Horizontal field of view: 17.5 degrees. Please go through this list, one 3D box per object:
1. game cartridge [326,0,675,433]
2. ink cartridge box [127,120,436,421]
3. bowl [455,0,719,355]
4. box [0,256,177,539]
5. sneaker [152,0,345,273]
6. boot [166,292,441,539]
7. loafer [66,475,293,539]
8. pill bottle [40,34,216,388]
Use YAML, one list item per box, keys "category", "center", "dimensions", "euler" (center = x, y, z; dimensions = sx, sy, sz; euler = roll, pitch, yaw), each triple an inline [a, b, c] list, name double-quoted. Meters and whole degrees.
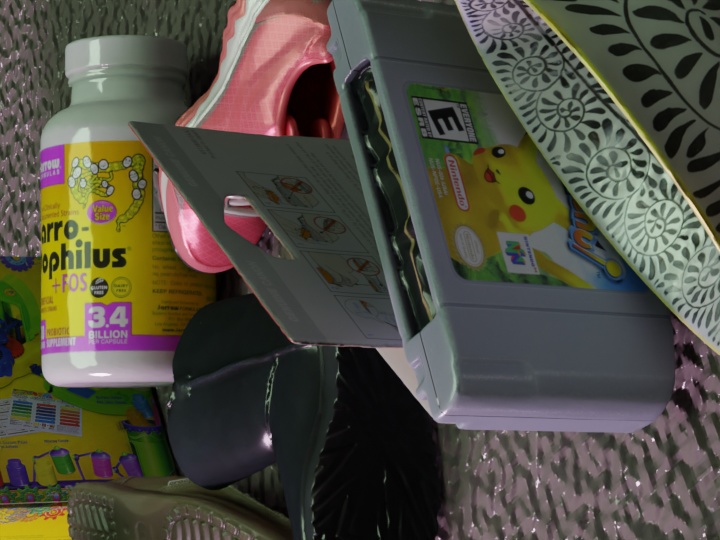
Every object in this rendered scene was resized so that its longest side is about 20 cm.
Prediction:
- category: "game cartridge"
  center: [0.064, -0.027, 1.001]
  dimensions: [0.040, 0.133, 0.201]
  euler: [-40, 55, 43]
- category: "ink cartridge box"
  center: [0.000, 0.000, 1.070]
  dimensions: [0.200, 0.173, 0.044]
  euler: [50, 130, 49]
- category: "bowl"
  center: [0.129, -0.067, 0.898]
  dimensions: [0.094, 0.201, 0.201]
  euler: [-38, 40, -4]
- category: "box"
  center: [-0.240, 0.099, 1.451]
  dimensions: [0.122, 0.199, 0.193]
  euler: [-57, 42, 43]
- category: "sneaker"
  center: [-0.054, -0.069, 1.267]
  dimensions: [0.087, 0.073, 0.201]
  euler: [57, 135, 43]
- category: "boot"
  center: [-0.036, 0.095, 1.218]
  dimensions: [0.168, 0.076, 0.201]
  euler: [-27, 59, 52]
- category: "loafer"
  center: [-0.084, 0.149, 1.314]
  dimensions: [0.199, 0.067, 0.077]
  euler: [14, 115, 43]
- category: "pill bottle"
  center: [-0.137, -0.033, 1.376]
  dimensions: [0.104, 0.104, 0.201]
  euler: [-10, 79, 59]
